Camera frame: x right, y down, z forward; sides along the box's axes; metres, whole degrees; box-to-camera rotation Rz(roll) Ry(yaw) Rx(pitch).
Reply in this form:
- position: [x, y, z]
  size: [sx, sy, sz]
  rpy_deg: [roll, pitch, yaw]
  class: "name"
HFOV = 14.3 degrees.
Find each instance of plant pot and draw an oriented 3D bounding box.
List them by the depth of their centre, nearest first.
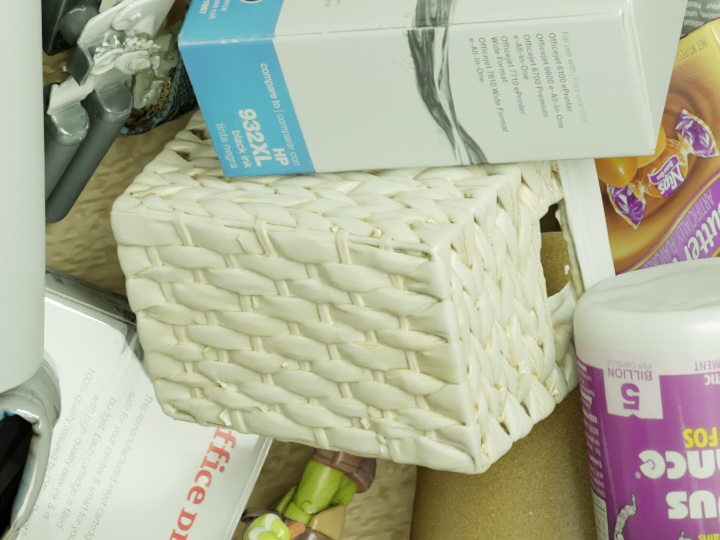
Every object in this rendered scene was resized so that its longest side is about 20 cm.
- position: [0.108, 0.080, 1.425]
  size: [0.186, 0.186, 0.201]
  rpy_deg: [-3, 89, -7]
  class: "plant pot"

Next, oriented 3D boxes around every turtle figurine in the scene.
- position: [-0.023, 0.133, 1.441]
  size: [0.064, 0.200, 0.162]
  rpy_deg: [19, 75, 25]
  class: "turtle figurine"

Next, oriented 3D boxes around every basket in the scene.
- position: [0.000, 0.000, 1.313]
  size: [0.200, 0.123, 0.136]
  rpy_deg: [7, 124, 33]
  class: "basket"

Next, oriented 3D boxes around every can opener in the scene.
- position: [-0.138, -0.084, 1.357]
  size: [0.053, 0.200, 0.067]
  rpy_deg: [-26, 71, -33]
  class: "can opener"

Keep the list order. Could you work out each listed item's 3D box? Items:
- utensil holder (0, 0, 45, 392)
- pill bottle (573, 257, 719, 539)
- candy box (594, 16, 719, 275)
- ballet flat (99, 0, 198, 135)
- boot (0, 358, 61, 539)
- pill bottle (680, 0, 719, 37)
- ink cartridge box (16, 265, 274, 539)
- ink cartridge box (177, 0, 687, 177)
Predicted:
- position: [-0.220, -0.052, 1.265]
  size: [0.169, 0.170, 0.201]
  rpy_deg: [-2, 103, -7]
  class: "utensil holder"
- position: [0.159, 0.103, 1.280]
  size: [0.112, 0.112, 0.201]
  rpy_deg: [-9, 102, -6]
  class: "pill bottle"
- position: [0.178, -0.011, 1.341]
  size: [0.056, 0.117, 0.200]
  rpy_deg: [-26, 89, -44]
  class: "candy box"
- position: [-0.102, -0.148, 1.357]
  size: [0.074, 0.074, 0.200]
  rpy_deg: [-5, 126, -6]
  class: "ballet flat"
- position: [-0.206, 0.129, 1.337]
  size: [0.073, 0.096, 0.200]
  rpy_deg: [28, 99, -11]
  class: "boot"
- position: [0.179, -0.140, 1.414]
  size: [0.110, 0.111, 0.201]
  rpy_deg: [3, 100, -8]
  class: "pill bottle"
- position: [-0.155, 0.080, 1.425]
  size: [0.200, 0.083, 0.147]
  rpy_deg: [23, 97, -10]
  class: "ink cartridge box"
- position: [0.038, -0.120, 1.269]
  size: [0.199, 0.145, 0.084]
  rpy_deg: [-2, 131, 18]
  class: "ink cartridge box"
